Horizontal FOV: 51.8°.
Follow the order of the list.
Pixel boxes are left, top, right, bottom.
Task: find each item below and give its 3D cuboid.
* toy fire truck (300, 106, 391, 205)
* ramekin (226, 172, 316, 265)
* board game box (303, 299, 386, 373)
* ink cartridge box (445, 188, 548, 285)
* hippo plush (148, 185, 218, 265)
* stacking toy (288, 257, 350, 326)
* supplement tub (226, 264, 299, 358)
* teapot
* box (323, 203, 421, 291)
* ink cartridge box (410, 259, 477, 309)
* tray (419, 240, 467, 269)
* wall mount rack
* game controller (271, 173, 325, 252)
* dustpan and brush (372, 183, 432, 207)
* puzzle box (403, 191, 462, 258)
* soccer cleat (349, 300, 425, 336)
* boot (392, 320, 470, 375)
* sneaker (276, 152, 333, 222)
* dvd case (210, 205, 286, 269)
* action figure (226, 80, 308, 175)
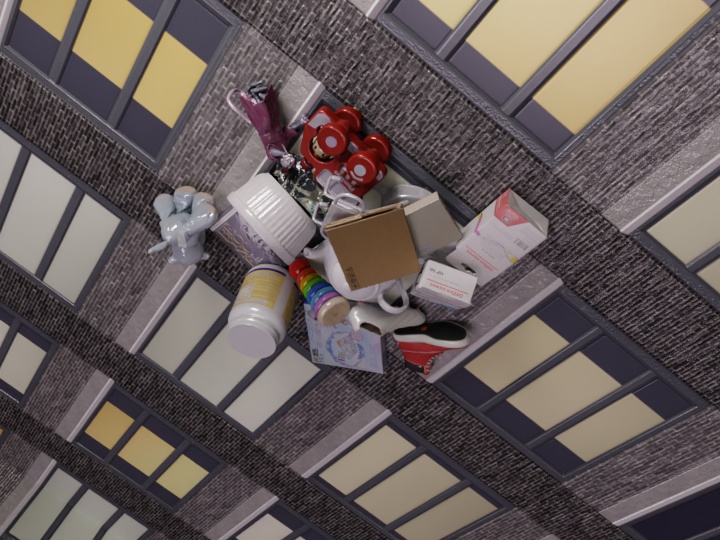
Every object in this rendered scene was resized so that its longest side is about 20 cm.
[{"bbox_3d":[-0.044,-0.234,1.552,0.200,0.112,0.168,43,128,-11],"label":"toy fire truck"},{"bbox_3d":[-0.186,-0.120,1.612,0.105,0.200,0.200,-43,106,-2],"label":"ramekin"},{"bbox_3d":[-0.036,0.164,1.897,0.198,0.043,0.201,8,127,17],"label":"board game box"},{"bbox_3d":[0.286,-0.065,1.572,0.116,0.068,0.200,37,130,-14],"label":"ink cartridge box"},{"bbox_3d":[-0.405,-0.087,1.789,0.158,0.201,0.161,-10,143,2],"label":"hippo plush"},{"bbox_3d":[-0.110,0.040,1.762,0.200,0.085,0.086,49,141,34],"label":"stacking toy"},{"bbox_3d":[-0.239,0.099,1.815,0.145,0.200,0.146,8,135,8],"label":"supplement tub"},{"bbox_3d":[0.000,0.000,1.691,0.199,0.146,0.198,-2,125,23],"label":"teapot"},{"bbox_3d":[0.030,-0.044,1.536,0.163,0.021,0.200,-16,137,5],"label":"box"},{"bbox_3d":[0.182,0.032,1.608,0.116,0.068,0.200,20,174,-2],"label":"ink cartridge box"},{"bbox_3d":[0.160,-0.043,1.634,0.199,0.022,0.107,22,131,-19],"label":"tray"},{"bbox_3d":[-0.004,-0.119,1.542,0.173,0.075,0.200,22,152,-7],"label":"wall mount rack"},{"bbox_3d":[-0.164,-0.133,1.726,0.104,0.042,0.200,-27,112,35],"label":"game controller"},{"bbox_3d":[0.073,-0.150,1.617,0.199,0.057,0.140,29,127,-10],"label":"dustpan and brush"},{"bbox_3d":[0.100,-0.074,1.556,0.199,0.025,0.133,-25,136,14],"label":"puzzle box"},{"bbox_3d":[0.065,0.122,1.759,0.199,0.078,0.069,7,149,-24],"label":"soccer cleat"},{"bbox_3d":[0.188,0.199,1.817,0.199,0.072,0.145,0,126,32],"label":"boot"},{"bbox_3d":[-0.117,-0.172,1.655,0.078,0.086,0.200,-37,86,-3],"label":"sneaker"},{"bbox_3d":[-0.264,-0.076,1.826,0.148,0.016,0.200,-32,108,37],"label":"dvd case"},{"bbox_3d":[-0.195,-0.289,1.560,0.148,0.134,0.201,-5,121,26],"label":"action figure"}]
